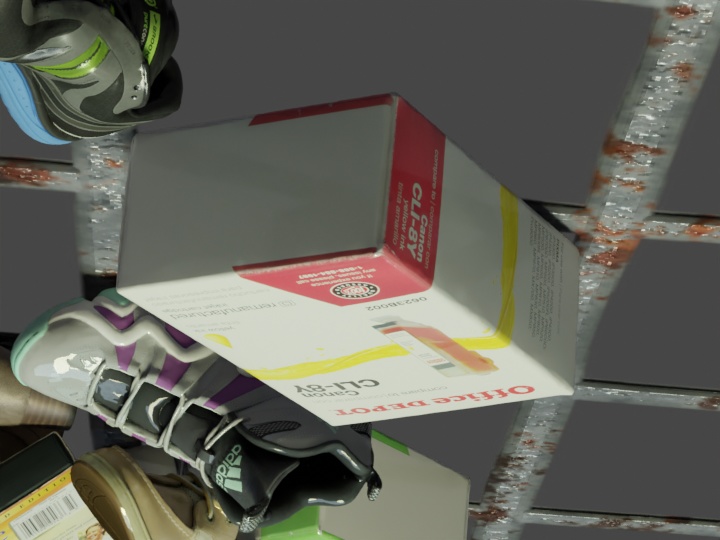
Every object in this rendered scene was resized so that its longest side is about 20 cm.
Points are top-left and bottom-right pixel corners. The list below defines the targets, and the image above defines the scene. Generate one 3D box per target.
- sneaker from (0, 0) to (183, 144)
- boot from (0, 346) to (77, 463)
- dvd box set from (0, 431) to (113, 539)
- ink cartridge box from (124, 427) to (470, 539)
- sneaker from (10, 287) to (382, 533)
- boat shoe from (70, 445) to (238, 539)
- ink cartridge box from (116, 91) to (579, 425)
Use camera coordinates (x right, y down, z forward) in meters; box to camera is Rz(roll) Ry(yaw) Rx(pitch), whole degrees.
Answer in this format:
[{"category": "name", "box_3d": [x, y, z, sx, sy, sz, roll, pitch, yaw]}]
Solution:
[{"category": "sneaker", "box_3d": [-0.117, -0.106, 1.140, 0.083, 0.071, 0.200, -5, 162, 9]}, {"category": "boot", "box_3d": [-0.238, 0.073, 1.622, 0.146, 0.070, 0.200, 14, 156, -8]}, {"category": "dvd box set", "box_3d": [-0.201, 0.185, 1.639, 0.146, 0.029, 0.200, -33, 147, -6]}, {"category": "ink cartridge box", "box_3d": [-0.055, 0.157, 1.762, 0.200, 0.084, 0.145, -13, 152, 36]}, {"category": "sneaker", "box_3d": [-0.080, 0.084, 1.491, 0.200, 0.140, 0.078, 5, 131, -16]}, {"category": "boat shoe", "box_3d": [-0.104, 0.140, 1.586, 0.065, 0.072, 0.200, -39, 150, -8]}, {"category": "ink cartridge box", "box_3d": [0.000, 0.000, 1.355, 0.145, 0.083, 0.200, -9, 155, 29]}]
